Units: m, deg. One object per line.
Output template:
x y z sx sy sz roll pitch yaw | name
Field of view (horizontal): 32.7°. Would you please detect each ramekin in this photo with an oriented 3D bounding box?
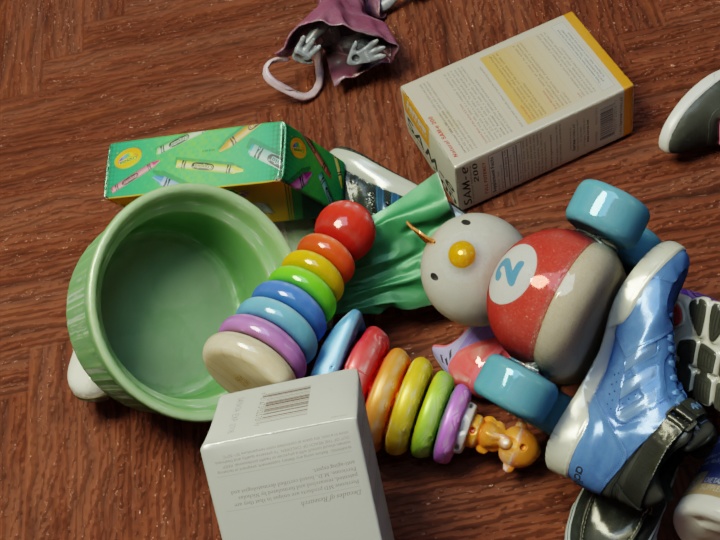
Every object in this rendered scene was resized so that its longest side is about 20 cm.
-0.157 0.032 1.064 0.098 0.200 0.201 -15 36 57 | ramekin

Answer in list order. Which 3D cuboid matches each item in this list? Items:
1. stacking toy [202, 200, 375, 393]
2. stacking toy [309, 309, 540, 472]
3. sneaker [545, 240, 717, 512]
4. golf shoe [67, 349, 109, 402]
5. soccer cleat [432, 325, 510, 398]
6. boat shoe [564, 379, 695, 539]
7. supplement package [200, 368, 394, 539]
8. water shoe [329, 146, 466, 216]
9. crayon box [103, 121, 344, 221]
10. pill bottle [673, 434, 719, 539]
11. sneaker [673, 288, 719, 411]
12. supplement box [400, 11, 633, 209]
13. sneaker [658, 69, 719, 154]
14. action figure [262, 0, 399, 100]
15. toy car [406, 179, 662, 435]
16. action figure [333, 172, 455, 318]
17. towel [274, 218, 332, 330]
-0.050 0.016 1.035 0.085 0.086 0.201 17 55 22 | stacking toy
0.058 0.122 1.044 0.199 0.110 0.117 18 75 10 | stacking toy
0.231 0.084 0.930 0.111 0.077 0.201 26 85 29 | sneaker
-0.220 0.025 1.134 0.072 0.092 0.201 13 61 23 | golf shoe
0.154 0.034 1.102 0.200 0.067 0.076 -41 53 -15 | soccer cleat
0.217 0.164 0.990 0.072 0.071 0.201 18 60 22 | boat shoe
-0.038 0.194 0.925 0.116 0.201 0.117 -12 12 2 | supplement package
0.039 -0.047 1.191 0.199 0.071 0.079 31 93 27 | water shoe
-0.129 -0.087 1.174 0.199 0.119 0.059 -3 75 27 | crayon box
0.338 0.144 0.955 0.111 0.111 0.200 27 64 27 | pill bottle
0.291 0.052 0.984 0.083 0.081 0.200 3 18 -15 | sneaker
0.157 -0.161 1.231 0.199 0.074 0.126 -24 54 -6 | supplement box
0.389 -0.149 1.177 0.199 0.071 0.099 -26 49 -13 | sneaker
-0.017 -0.283 1.360 0.149 0.134 0.201 -44 29 31 | action figure
0.111 0.005 0.996 0.199 0.177 0.185 27 87 24 | toy car
0.000 0.000 1.125 0.199 0.055 0.119 -20 91 9 | action figure
-0.132 0.019 1.192 0.199 0.023 0.153 -13 53 2 | towel
